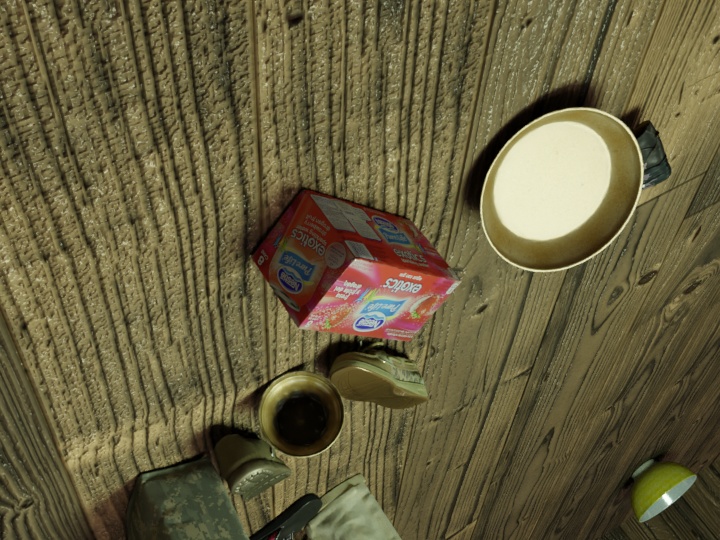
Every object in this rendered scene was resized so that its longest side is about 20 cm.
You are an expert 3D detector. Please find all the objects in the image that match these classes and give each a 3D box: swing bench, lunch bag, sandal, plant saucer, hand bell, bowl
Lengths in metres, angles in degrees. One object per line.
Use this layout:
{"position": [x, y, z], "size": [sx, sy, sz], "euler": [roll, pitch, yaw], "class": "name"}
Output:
{"position": [-0.002, 0.469, 1.557], "size": [0.129, 0.200, 0.201], "euler": [-25, 148, -20], "class": "swing bench"}
{"position": [-0.215, 0.359, 1.204], "size": [0.116, 0.165, 0.201], "euler": [-8, 140, -35], "class": "lunch bag"}
{"position": [-0.133, 0.420, 1.502], "size": [0.200, 0.045, 0.075], "euler": [-41, 151, 5], "class": "sandal"}
{"position": [0.223, -0.095, 1.117], "size": [0.197, 0.036, 0.202], "euler": [-7, 121, -12], "class": "plant saucer"}
{"position": [-0.076, 0.207, 1.250], "size": [0.103, 0.105, 0.200], "euler": [-29, 162, -15], "class": "hand bell"}
{"position": [0.806, 0.584, 2.696], "size": [0.199, 0.108, 0.201], "euler": [-28, 149, -18], "class": "bowl"}

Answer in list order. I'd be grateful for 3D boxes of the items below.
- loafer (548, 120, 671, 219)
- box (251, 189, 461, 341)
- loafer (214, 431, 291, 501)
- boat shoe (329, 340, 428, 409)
{"position": [0.278, -0.118, 1.195], "size": [0.198, 0.073, 0.073], "euler": [-23, 110, -11], "class": "loafer"}
{"position": [0.000, 0.000, 1.003], "size": [0.096, 0.100, 0.199], "euler": [-49, 149, 20], "class": "box"}
{"position": [-0.136, 0.240, 1.232], "size": [0.075, 0.068, 0.200], "euler": [-29, 165, -8], "class": "loafer"}
{"position": [0.020, 0.131, 1.264], "size": [0.073, 0.063, 0.200], "euler": [-19, 154, 22], "class": "boat shoe"}
